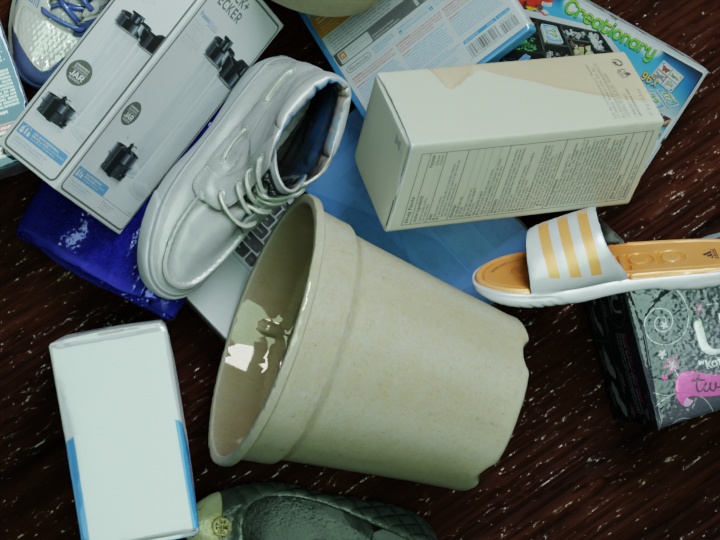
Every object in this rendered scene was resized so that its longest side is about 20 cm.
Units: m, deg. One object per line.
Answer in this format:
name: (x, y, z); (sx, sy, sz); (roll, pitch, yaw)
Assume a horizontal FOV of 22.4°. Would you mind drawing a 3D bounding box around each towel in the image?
towel: (-0.157, -0.080, 1.367); (0.148, 0.050, 0.200); (27, 82, 15)

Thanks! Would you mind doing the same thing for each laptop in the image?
laptop: (0.000, 0.000, 1.377); (0.187, 0.116, 0.200); (46, 65, -5)

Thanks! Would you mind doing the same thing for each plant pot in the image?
plant pot: (0.012, 0.070, 1.299); (0.183, 0.200, 0.201); (20, 86, -15)

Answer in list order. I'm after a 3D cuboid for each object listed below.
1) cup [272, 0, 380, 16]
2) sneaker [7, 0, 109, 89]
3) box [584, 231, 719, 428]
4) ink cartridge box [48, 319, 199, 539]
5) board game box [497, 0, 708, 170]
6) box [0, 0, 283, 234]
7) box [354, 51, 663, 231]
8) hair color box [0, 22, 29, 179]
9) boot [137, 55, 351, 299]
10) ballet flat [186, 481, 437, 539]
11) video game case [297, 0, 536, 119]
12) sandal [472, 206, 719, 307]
cup: (-0.020, -0.264, 1.267); (0.200, 0.200, 0.143); (10, 128, -9)
sneaker: (-0.211, -0.233, 1.364); (0.075, 0.088, 0.200); (22, 87, -9)
box: (0.293, 0.036, 1.429); (0.200, 0.115, 0.132); (-15, 91, -9)
ink cartridge box: (-0.168, 0.113, 1.309); (0.086, 0.200, 0.147); (-9, 90, -8)
board game box: (0.157, -0.144, 1.396); (0.200, 0.035, 0.126); (23, 106, -30)
box: (-0.153, -0.135, 1.295); (0.060, 0.117, 0.200); (36, 86, 23)
box: (0.106, -0.094, 1.316); (0.200, 0.095, 0.078); (-6, 51, -21)
hair color box: (-0.293, -0.167, 1.343); (0.060, 0.100, 0.200); (-18, 93, -10)
boot: (-0.082, -0.063, 1.292); (0.074, 0.096, 0.200); (32, 84, -31)
ballet flat: (-0.037, 0.199, 1.402); (0.200, 0.057, 0.067); (5, 87, -9)
video game case: (0.021, -0.216, 1.345); (0.143, 0.018, 0.200); (-36, 75, 19)
sandal: (0.182, -0.020, 1.329); (0.206, 0.079, 0.059); (-6, 114, -1)
